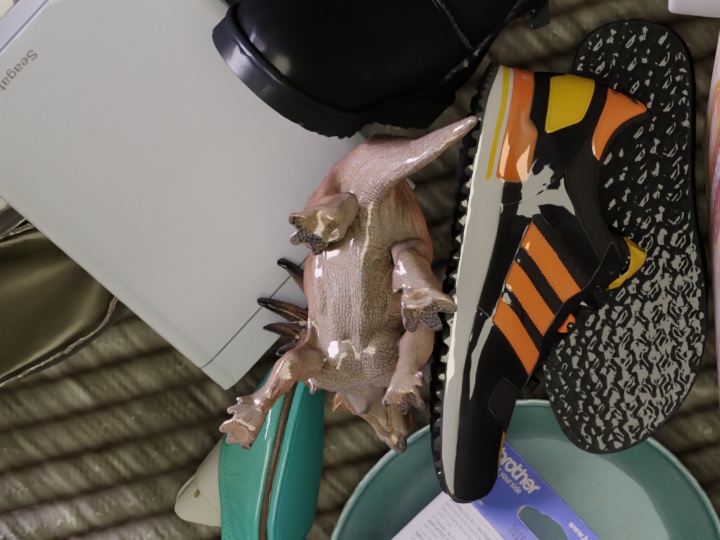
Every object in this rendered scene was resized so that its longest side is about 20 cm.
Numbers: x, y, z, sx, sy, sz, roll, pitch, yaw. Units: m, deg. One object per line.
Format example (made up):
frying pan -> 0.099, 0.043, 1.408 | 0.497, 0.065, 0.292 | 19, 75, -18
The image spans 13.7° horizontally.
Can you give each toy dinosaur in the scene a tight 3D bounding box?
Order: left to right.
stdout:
toy dinosaur -> 0.000, 0.000, 1.327 | 0.085, 0.136, 0.201 | 14, 118, 0

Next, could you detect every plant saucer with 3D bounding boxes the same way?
plant saucer -> 0.080, 0.154, 1.446 | 0.198, 0.036, 0.201 | 0, 104, 1

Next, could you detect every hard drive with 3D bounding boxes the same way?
hard drive -> -0.085, -0.053, 1.361 | 0.132, 0.027, 0.200 | -47, 119, 2

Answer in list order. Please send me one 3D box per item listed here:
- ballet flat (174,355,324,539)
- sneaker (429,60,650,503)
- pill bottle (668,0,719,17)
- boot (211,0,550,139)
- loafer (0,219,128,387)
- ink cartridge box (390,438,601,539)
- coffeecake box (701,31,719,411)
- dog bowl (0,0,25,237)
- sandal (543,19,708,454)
ballet flat -> -0.056, 0.133, 1.431 | 0.070, 0.067, 0.201 | 4, 102, 18
sneaker -> 0.082, 0.010, 1.351 | 0.089, 0.070, 0.202 | 7, 98, -1
pill bottle -> 0.227, -0.144, 1.220 | 0.199, 0.116, 0.117 | 5, 103, 7
boot -> 0.037, -0.137, 1.304 | 0.163, 0.198, 0.073 | -47, 71, 20
loafer -> -0.191, 0.034, 1.403 | 0.199, 0.070, 0.075 | -28, 101, 7
ink cartridge box -> 0.031, 0.184, 1.367 | 0.200, 0.119, 0.042 | -44, 142, -1
coffeecake box -> 0.194, 0.004, 1.307 | 0.073, 0.154, 0.201 | -2, 69, 1
dog bowl -> -0.217, -0.103, 1.377 | 0.199, 0.059, 0.202 | 0, 103, 0
sandal -> 0.129, -0.015, 1.401 | 0.075, 0.048, 0.202 | 5, 90, 12
